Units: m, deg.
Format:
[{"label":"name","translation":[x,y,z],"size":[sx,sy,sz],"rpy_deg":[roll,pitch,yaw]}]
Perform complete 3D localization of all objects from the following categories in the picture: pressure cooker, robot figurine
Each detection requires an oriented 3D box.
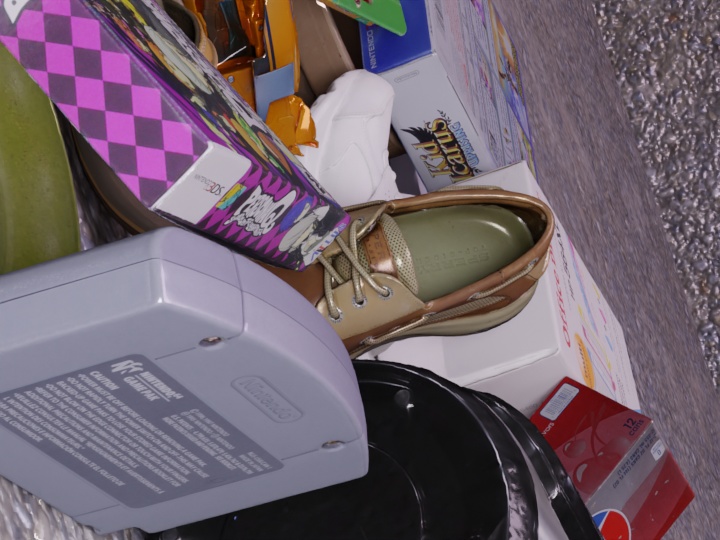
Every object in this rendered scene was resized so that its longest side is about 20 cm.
[{"label":"pressure cooker","translation":[0.018,0.149,1.069],"size":[0.200,0.177,0.177],"rpy_deg":[53,42,-52]},{"label":"robot figurine","translation":[-0.076,-0.152,1.209],"size":[0.145,0.058,0.201],"rpy_deg":[27,-50,58]}]

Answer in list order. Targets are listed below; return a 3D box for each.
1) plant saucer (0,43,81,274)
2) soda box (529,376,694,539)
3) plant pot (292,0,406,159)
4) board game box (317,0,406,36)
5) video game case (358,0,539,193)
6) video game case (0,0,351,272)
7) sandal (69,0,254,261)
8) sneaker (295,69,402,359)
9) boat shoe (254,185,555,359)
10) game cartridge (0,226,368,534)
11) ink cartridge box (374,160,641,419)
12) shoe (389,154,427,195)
[{"label":"plant saucer","translation":[-0.161,-0.064,0.943],"size":[0.200,0.031,0.201],"rpy_deg":[-20,90,-78]},{"label":"soda box","translation":[0.072,0.153,1.238],"size":[0.063,0.200,0.070],"rpy_deg":[27,-22,43]},{"label":"plant pot","translation":[-0.044,-0.147,1.400],"size":[0.201,0.092,0.202],"rpy_deg":[-19,90,-76]},{"label":"board game box","translation":[-0.035,-0.210,1.289],"size":[0.095,0.030,0.201],"rpy_deg":[19,46,-54]},{"label":"video game case","translation":[0.047,-0.116,1.429],"size":[0.201,0.045,0.182],"rpy_deg":[-95,160,-46]},{"label":"video game case","translation":[-0.098,-0.090,0.918],"size":[0.200,0.036,0.181],"rpy_deg":[48,6,15]},{"label":"sandal","translation":[-0.094,-0.094,1.133],"size":[0.201,0.080,0.054],"rpy_deg":[69,-26,11]},{"label":"sneaker","translation":[-0.002,-0.008,1.254],"size":[0.078,0.099,0.201],"rpy_deg":[113,-6,-59]},{"label":"boat shoe","translation":[0.000,0.000,1.164],"size":[0.076,0.199,0.074],"rpy_deg":[66,-25,15]},{"label":"game cartridge","translation":[-0.075,0.043,0.920],"size":[0.200,0.132,0.041],"rpy_deg":[47,34,-61]},{"label":"ink cartridge box","translation":[0.064,0.049,1.353],"size":[0.200,0.124,0.129],"rpy_deg":[55,21,-50]},{"label":"shoe","translation":[0.030,-0.054,1.631],"size":[0.091,0.071,0.201],"rpy_deg":[58,23,-46]}]
